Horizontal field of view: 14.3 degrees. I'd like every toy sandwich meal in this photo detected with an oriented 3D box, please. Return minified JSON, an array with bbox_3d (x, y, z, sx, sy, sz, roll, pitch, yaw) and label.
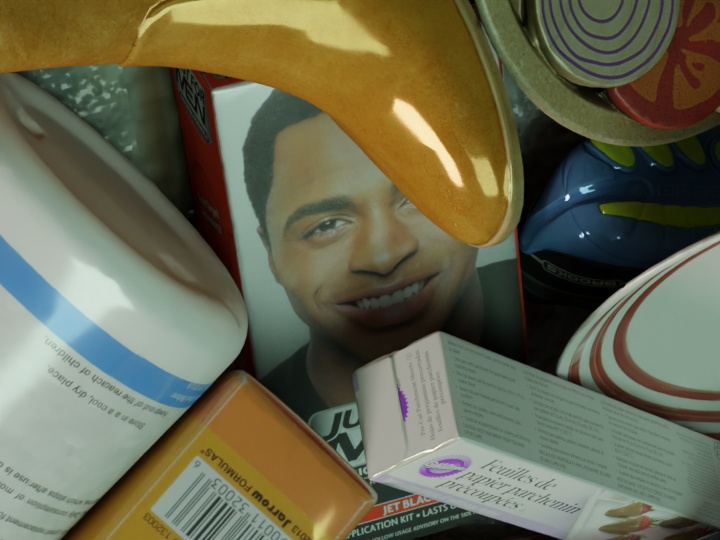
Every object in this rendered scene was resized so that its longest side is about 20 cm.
[{"bbox_3d":[0.115,-0.133,0.918,0.205,0.070,0.206,-13,112,-36],"label":"toy sandwich meal"}]

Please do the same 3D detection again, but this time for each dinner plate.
[{"bbox_3d":[0.162,0.011,0.986,0.200,0.024,0.200,-10,155,-5],"label":"dinner plate"}]

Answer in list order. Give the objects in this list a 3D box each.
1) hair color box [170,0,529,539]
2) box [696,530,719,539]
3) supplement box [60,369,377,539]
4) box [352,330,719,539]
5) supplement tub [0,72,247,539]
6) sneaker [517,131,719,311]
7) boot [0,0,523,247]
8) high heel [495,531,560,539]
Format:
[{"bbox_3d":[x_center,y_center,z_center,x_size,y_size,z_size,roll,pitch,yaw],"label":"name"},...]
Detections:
[{"bbox_3d":[0.000,0.000,0.991,0.101,0.061,0.200,-16,123,-11],"label":"hair color box"},{"bbox_3d":[0.142,0.147,1.072,0.161,0.049,0.200,-17,153,-18],"label":"box"},{"bbox_3d":[-0.086,0.125,0.927,0.069,0.067,0.200,44,81,-11],"label":"supplement box"},{"bbox_3d":[0.074,0.067,0.990,0.039,0.042,0.200,-26,152,30],"label":"box"},{"bbox_3d":[-0.145,0.045,0.918,0.200,0.132,0.132,-46,125,8],"label":"supplement tub"},{"bbox_3d":[0.137,-0.009,1.043,0.199,0.071,0.083,5,151,-34],"label":"sneaker"},{"bbox_3d":[-0.052,-0.075,0.849,0.144,0.202,0.071,-24,169,-34],"label":"boot"},{"bbox_3d":[0.088,0.107,1.079,0.200,0.067,0.096,6,127,-30],"label":"high heel"}]
